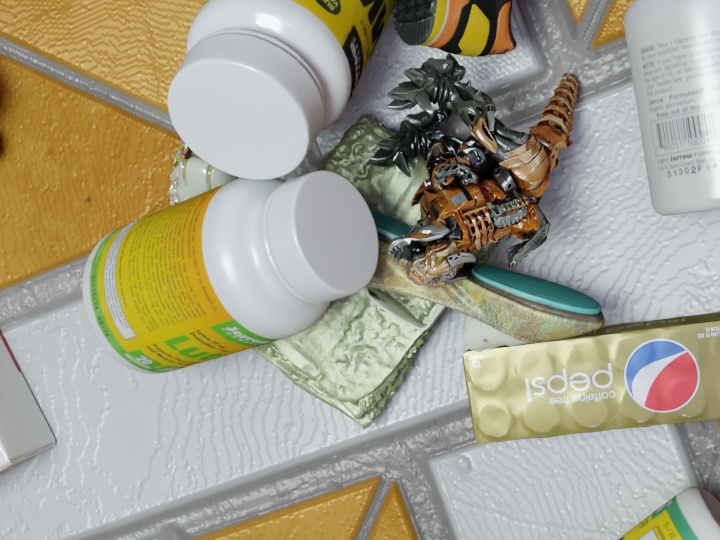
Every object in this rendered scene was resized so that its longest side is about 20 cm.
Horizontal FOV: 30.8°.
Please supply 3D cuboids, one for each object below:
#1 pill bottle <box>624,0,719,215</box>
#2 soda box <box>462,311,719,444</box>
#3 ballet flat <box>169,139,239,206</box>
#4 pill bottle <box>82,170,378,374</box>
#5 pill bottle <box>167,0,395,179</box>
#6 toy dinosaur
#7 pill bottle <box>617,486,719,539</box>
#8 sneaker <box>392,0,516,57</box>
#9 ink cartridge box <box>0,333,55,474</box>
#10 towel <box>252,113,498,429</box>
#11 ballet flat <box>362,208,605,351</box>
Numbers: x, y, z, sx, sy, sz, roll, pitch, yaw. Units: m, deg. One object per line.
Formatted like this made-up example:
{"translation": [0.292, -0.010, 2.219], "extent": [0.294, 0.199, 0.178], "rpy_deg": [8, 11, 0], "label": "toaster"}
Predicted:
{"translation": [0.235, -0.142, 0.859], "extent": [0.114, 0.114, 0.201], "rpy_deg": [-9, 91, 14], "label": "pill bottle"}
{"translation": [0.176, 0.074, 0.912], "extent": [0.199, 0.064, 0.068], "rpy_deg": [-8, 92, 14], "label": "soda box"}
{"translation": [-0.107, -0.097, 0.970], "extent": [0.075, 0.064, 0.201], "rpy_deg": [13, 97, 14], "label": "ballet flat"}
{"translation": [-0.088, -0.001, 0.892], "extent": [0.200, 0.111, 0.111], "rpy_deg": [-18, 89, 39], "label": "pill bottle"}
{"translation": [-0.047, -0.160, 0.872], "extent": [0.114, 0.200, 0.114], "rpy_deg": [12, 138, 11], "label": "pill bottle"}
{"translation": [0.081, -0.069, 0.887], "extent": [0.136, 0.200, 0.102], "rpy_deg": [39, 129, 13], "label": "toy dinosaur"}
{"translation": [0.186, 0.249, 0.897], "extent": [0.200, 0.113, 0.113], "rpy_deg": [-41, 84, 13], "label": "pill bottle"}
{"translation": [0.081, -0.243, 0.889], "extent": [0.090, 0.070, 0.201], "rpy_deg": [10, 87, -27], "label": "sneaker"}
{"translation": [-0.369, 0.125, 1.036], "extent": [0.200, 0.083, 0.147], "rpy_deg": [-29, 87, 13], "label": "ink cartridge box"}
{"translation": [0.000, 0.000, 0.965], "extent": [0.148, 0.036, 0.200], "rpy_deg": [36, 101, 10], "label": "towel"}
{"translation": [0.067, 0.018, 0.898], "extent": [0.200, 0.071, 0.071], "rpy_deg": [22, 98, 16], "label": "ballet flat"}
